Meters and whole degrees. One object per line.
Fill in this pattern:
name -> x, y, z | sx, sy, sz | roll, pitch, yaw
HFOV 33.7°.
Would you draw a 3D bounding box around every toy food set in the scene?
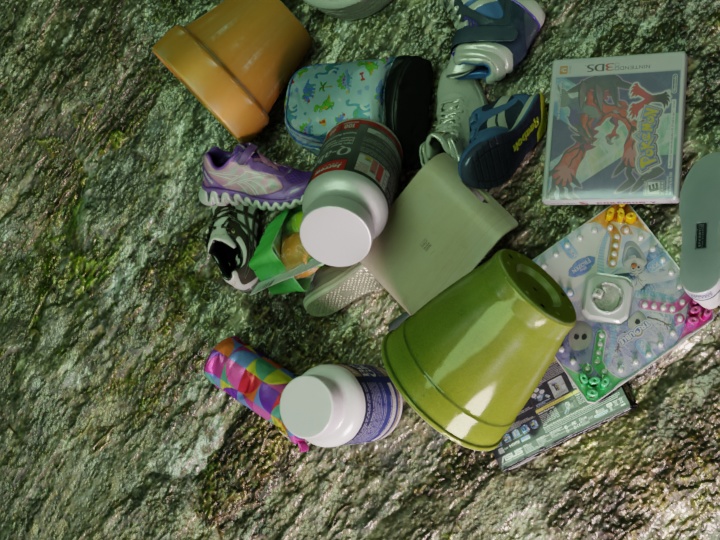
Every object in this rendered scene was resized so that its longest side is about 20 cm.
toy food set -> 0.099, -0.037, 1.588 | 0.144, 0.060, 0.200 | 46, 113, 17

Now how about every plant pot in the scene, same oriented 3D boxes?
plant pot -> -0.176, -0.319, 1.761 | 0.183, 0.200, 0.200 | -45, 68, -1
plant pot -> 0.161, 0.084, 1.479 | 0.201, 0.200, 0.193 | 50, 115, 21

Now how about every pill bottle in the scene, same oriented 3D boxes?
pill bottle -> -0.028, 0.184, 1.629 | 0.110, 0.200, 0.113 | -2, 85, 25
pill bottle -> -0.013, -0.103, 1.560 | 0.114, 0.201, 0.117 | 6, 129, 8

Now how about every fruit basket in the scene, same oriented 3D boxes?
fruit basket -> -0.054, -0.045, 1.685 | 0.198, 0.186, 0.094 | -19, 118, 25

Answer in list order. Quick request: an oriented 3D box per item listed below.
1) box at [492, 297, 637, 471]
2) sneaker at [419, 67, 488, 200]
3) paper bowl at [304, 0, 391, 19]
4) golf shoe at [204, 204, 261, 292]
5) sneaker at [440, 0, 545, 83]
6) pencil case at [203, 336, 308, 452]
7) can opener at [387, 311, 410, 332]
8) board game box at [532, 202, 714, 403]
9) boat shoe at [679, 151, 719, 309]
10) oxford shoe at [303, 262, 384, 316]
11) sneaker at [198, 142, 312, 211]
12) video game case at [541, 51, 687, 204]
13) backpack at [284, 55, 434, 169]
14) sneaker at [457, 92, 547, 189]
box -> 0.244, 0.153, 1.582 | 0.199, 0.049, 0.163 | -31, 74, 20
sneaker -> 0.127, -0.195, 1.631 | 0.073, 0.115, 0.203 | -11, 80, 27
paper bowl -> -0.026, -0.479, 1.737 | 0.199, 0.104, 0.203 | -2, 85, 27
golf shoe -> -0.195, -0.067, 1.791 | 0.077, 0.094, 0.202 | -26, 74, 23
sneaker -> 0.140, -0.340, 1.638 | 0.199, 0.081, 0.147 | 34, 80, 19
pencil case -> -0.139, 0.178, 1.750 | 0.199, 0.088, 0.089 | 33, 100, 26
can opener -> 0.134, 0.061, 1.633 | 0.198, 0.067, 0.054 | -20, 78, 24
board game box -> 0.319, 0.035, 1.532 | 0.199, 0.026, 0.201 | -34, 71, -1
boat shoe -> 0.439, -0.049, 1.494 | 0.073, 0.065, 0.202 | 3, 67, 33
oxford shoe -> 0.000, 0.000, 1.707 | 0.199, 0.075, 0.058 | -27, 49, 21
sneaker -> -0.151, -0.141, 1.723 | 0.198, 0.081, 0.089 | 4, 116, 21
video game case -> 0.334, -0.186, 1.565 | 0.180, 0.023, 0.203 | 1, 78, 26
backpack -> -0.012, -0.228, 1.699 | 0.199, 0.153, 0.165 | 3, 84, 42
sneaker -> 0.176, -0.173, 1.584 | 0.082, 0.200, 0.075 | 13, 129, 32
